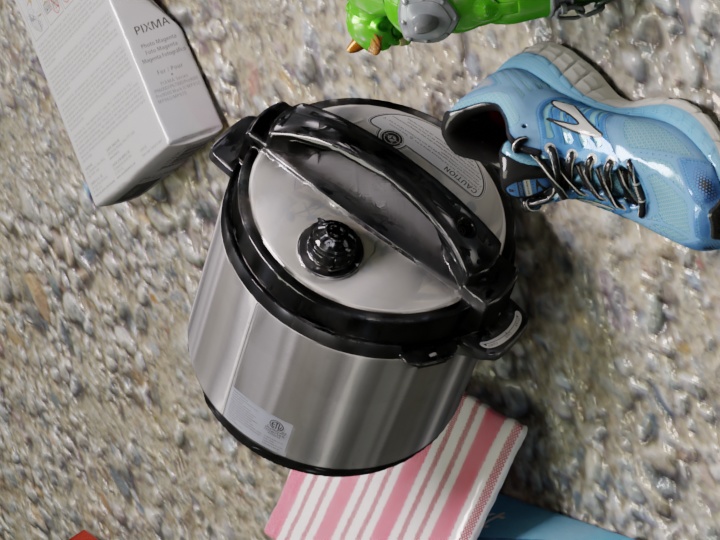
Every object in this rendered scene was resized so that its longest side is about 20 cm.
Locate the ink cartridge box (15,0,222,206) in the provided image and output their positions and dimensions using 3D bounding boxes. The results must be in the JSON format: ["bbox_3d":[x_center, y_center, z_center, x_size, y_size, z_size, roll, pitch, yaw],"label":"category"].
[{"bbox_3d":[-0.177,-0.159,1.977,0.162,0.057,0.201,-32,76,63],"label":"ink cartridge box"}]

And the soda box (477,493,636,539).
[{"bbox_3d":[0.102,0.188,1.737,0.200,0.068,0.064,12,122,58],"label":"soda box"}]

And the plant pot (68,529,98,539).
[{"bbox_3d":[-0.239,0.372,2.383,0.200,0.176,0.201,31,138,47],"label":"plant pot"}]

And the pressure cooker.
[{"bbox_3d":[-0.001,0.002,1.638,0.200,0.175,0.179,108,159,-50],"label":"pressure cooker"}]

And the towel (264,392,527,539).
[{"bbox_3d":[0.022,0.133,1.783,0.200,0.030,0.147,27,93,55],"label":"towel"}]

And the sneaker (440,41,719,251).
[{"bbox_3d":[0.118,-0.050,1.484,0.200,0.090,0.079,29,137,48],"label":"sneaker"}]

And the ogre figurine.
[{"bbox_3d":[0.034,-0.174,1.498,0.200,0.120,0.098,51,150,27],"label":"ogre figurine"}]
